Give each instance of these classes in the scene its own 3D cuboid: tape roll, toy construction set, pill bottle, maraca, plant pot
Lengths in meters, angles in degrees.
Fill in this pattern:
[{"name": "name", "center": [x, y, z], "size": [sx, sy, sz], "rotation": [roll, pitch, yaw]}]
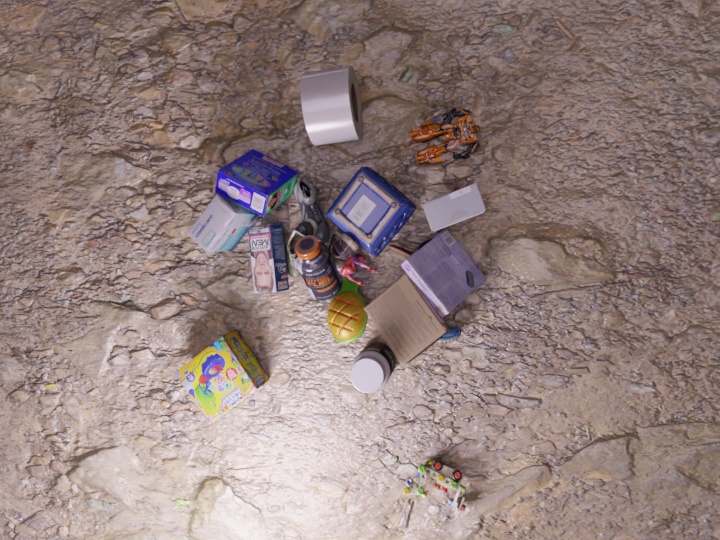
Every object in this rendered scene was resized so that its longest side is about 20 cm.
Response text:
[{"name": "tape roll", "center": [-0.078, -0.466, 1.660], "size": [0.137, 0.203, 0.207], "rotation": [-5, 93, 11]}, {"name": "toy construction set", "center": [0.232, 0.639, 1.725], "size": [0.198, 0.092, 0.133], "rotation": [27, 73, 0]}, {"name": "pill bottle", "center": [0.036, 0.280, 1.684], "size": [0.112, 0.200, 0.116], "rotation": [1, 94, 10]}, {"name": "pill bottle", "center": [-0.126, -0.010, 1.680], "size": [0.104, 0.201, 0.108], "rotation": [-9, 50, 11]}, {"name": "maraca", "center": [-0.041, 0.115, 1.740], "size": [0.135, 0.107, 0.203], "rotation": [-17, 67, 21]}, {"name": "plant pot", "center": [0.024, -0.170, 1.668], "size": [0.199, 0.180, 0.201], "rotation": [40, 98, 4]}]

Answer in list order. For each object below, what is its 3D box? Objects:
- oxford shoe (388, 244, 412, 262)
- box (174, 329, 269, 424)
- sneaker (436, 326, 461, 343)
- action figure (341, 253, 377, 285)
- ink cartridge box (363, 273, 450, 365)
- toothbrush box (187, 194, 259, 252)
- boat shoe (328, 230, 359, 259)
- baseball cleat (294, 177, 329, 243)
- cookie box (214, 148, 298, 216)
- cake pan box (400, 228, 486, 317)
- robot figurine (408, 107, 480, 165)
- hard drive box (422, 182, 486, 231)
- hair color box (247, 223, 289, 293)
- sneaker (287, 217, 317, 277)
[{"name": "oxford shoe", "center": [0.157, -0.002, 1.713], "size": [0.199, 0.071, 0.074], "rotation": [35, 105, 8]}, {"name": "box", "center": [-0.425, 0.327, 1.813], "size": [0.199, 0.122, 0.194], "rotation": [-37, 88, 10]}, {"name": "sneaker", "center": [0.197, 0.161, 1.711], "size": [0.196, 0.078, 0.092], "rotation": [7, 91, 10]}, {"name": "action figure", "center": [0.000, 0.000, 1.674], "size": [0.098, 0.200, 0.066], "rotation": [33, 99, 5]}, {"name": "ink cartridge box", "center": [0.132, 0.138, 1.661], "size": [0.164, 0.075, 0.201], "rotation": [-38, 75, 13]}, {"name": "toothbrush box", "center": [-0.403, -0.140, 1.740], "size": [0.085, 0.200, 0.147], "rotation": [41, 99, 6]}, {"name": "boat shoe", "center": [-0.061, -0.067, 1.681], "size": [0.065, 0.200, 0.072], "rotation": [-44, 105, -9]}, {"name": "baseball cleat", "center": [-0.146, -0.176, 1.737], "size": [0.069, 0.106, 0.202], "rotation": [-27, 90, -12]}, {"name": "cookie box", "center": [-0.299, -0.260, 1.710], "size": [0.169, 0.200, 0.076], "rotation": [27, 126, 8]}, {"name": "cake pan box", "center": [0.234, 0.001, 1.655], "size": [0.184, 0.052, 0.201], "rotation": [-38, 87, -33]}, {"name": "robot figurine", "center": [0.246, -0.380, 1.677], "size": [0.197, 0.058, 0.147], "rotation": [-17, 91, 12]}, {"name": "hard drive box", "center": [0.260, -0.170, 1.616], "size": [0.154, 0.200, 0.078], "rotation": [-21, 90, 10]}, {"name": "hair color box", "center": [-0.280, -0.036, 1.778], "size": [0.099, 0.060, 0.204], "rotation": [-4, 93, 37]}, {"name": "sneaker", "center": [-0.191, -0.056, 1.730], "size": [0.066, 0.090, 0.202], "rotation": [29, 120, 12]}]
